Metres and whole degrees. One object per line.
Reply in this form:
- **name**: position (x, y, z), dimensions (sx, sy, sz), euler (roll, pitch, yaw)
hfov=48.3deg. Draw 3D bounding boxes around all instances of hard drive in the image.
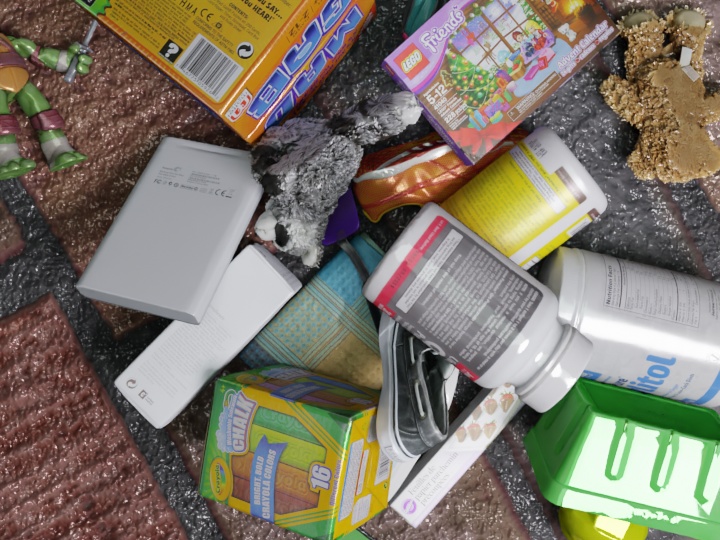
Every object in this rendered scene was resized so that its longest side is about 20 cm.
- **hard drive**: position (-0.184, -0.047, 0.822), dimensions (0.132, 0.026, 0.200), euler (12, 59, 15)

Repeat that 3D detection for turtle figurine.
- **turtle figurine**: position (-0.342, -0.204, 0.825), dimensions (0.200, 0.144, 0.194), euler (-17, 95, 5)

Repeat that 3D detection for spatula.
- **spatula**: position (0.000, 0.000, 0.860), dimensions (0.056, 0.021, 0.200), euler (-25, 89, 31)

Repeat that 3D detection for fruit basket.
- **fruit basket**: position (0.263, 0.224, 0.810), dimensions (0.215, 0.156, 0.216), euler (0, 106, 1)

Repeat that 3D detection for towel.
- **towel**: position (-0.017, 0.074, 0.891), dimensions (0.147, 0.022, 0.200), euler (45, 93, 0)

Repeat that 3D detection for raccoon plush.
- **raccoon plush**: position (-0.019, -0.081, 0.808), dimensions (0.200, 0.097, 0.134), euler (-13, 133, 13)

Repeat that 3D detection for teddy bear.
- **teddy bear**: position (0.331, -0.190, 0.865), dimensions (0.145, 0.067, 0.200), euler (-19, 85, -8)

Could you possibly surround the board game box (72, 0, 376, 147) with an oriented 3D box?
- **board game box**: position (-0.126, -0.266, 0.784), dimensions (0.200, 0.200, 0.200), euler (39, 92, 5)

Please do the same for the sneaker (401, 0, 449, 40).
- **sneaker**: position (0.107, -0.309, 0.851), dimensions (0.121, 0.084, 0.200), euler (31, 93, -10)

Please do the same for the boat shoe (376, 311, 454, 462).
- **boat shoe**: position (0.063, 0.097, 0.793), dimensions (0.071, 0.200, 0.072), euler (-23, 132, 26)

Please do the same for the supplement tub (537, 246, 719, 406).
- **supplement tub**: position (0.285, 0.058, 0.832), dimensions (0.200, 0.132, 0.132), euler (12, 92, 1)

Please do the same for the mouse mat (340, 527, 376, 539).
- **mouse mat**: position (-0.023, 0.398, 0.905), dimensions (0.161, 0.008, 0.200), euler (38, 93, 0)

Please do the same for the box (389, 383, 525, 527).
- **box**: position (0.110, 0.191, 0.882), dimensions (0.039, 0.041, 0.200), euler (41, 91, 0)

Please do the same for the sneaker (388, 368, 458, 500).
- **sneaker**: position (0.034, 0.156, 0.860), dimensions (0.082, 0.074, 0.200), euler (28, 91, -14)

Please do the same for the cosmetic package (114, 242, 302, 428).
- **cosmetic package**: position (-0.156, 0.065, 0.852), dimensions (0.200, 0.102, 0.074), euler (-44, 92, 3)

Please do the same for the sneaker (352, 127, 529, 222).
- **sneaker**: position (0.090, -0.109, 0.870), dimensions (0.200, 0.073, 0.077), euler (-17, 120, -1)

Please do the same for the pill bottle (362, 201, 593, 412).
- **pill bottle**: position (0.110, 0.037, 0.740), dimensions (0.200, 0.111, 0.111), euler (37, 92, 3)

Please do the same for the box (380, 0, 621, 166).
- **box**: position (0.139, -0.221, 0.801), dimensions (0.200, 0.039, 0.137), euler (-42, 97, -1)

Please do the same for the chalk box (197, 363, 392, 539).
- **chalk box**: position (-0.078, 0.171, 0.810), dimensions (0.200, 0.124, 0.125), euler (11, 96, 26)

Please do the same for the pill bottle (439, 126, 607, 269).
- **pill bottle**: position (0.144, -0.048, 0.831), dimensions (0.200, 0.109, 0.109), euler (-38, 91, 14)
